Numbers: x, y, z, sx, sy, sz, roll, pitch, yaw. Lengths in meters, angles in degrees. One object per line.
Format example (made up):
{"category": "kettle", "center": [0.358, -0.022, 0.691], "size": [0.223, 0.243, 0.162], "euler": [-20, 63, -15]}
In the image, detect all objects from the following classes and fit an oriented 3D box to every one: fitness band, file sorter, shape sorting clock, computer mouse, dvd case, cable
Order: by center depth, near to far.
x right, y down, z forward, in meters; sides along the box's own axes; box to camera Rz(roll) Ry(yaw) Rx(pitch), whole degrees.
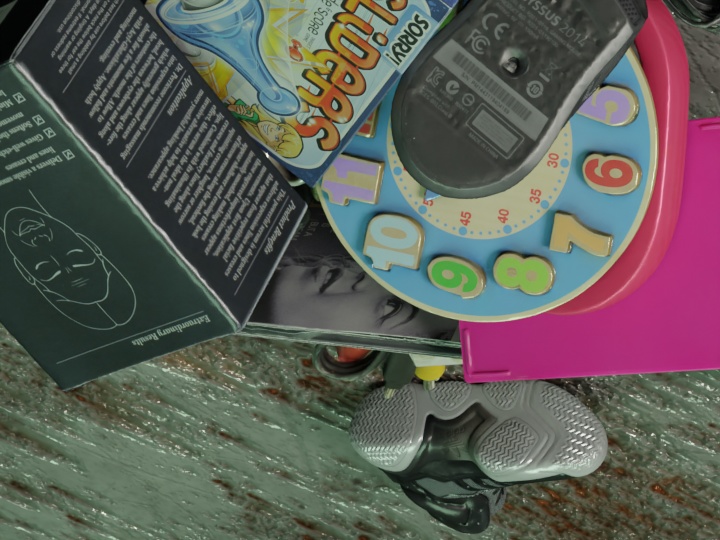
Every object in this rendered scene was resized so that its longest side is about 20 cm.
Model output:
{"category": "computer mouse", "center": [0.099, -0.120, 1.539], "size": [0.138, 0.200, 0.053], "euler": [44, -177, 2]}
{"category": "shape sorting clock", "center": [0.066, -0.070, 1.592], "size": [0.199, 0.201, 0.039], "euler": [4, -170, 20]}
{"category": "fitness band", "center": [0.114, -0.075, 1.619], "size": [0.143, 0.201, 0.037], "euler": [8, -169, 27]}
{"category": "file sorter", "center": [0.170, -0.014, 1.685], "size": [0.199, 0.140, 0.125], "euler": [-5, -179, 32]}
{"category": "dvd case", "center": [0.000, 0.000, 1.805], "size": [0.199, 0.149, 0.016], "euler": [6, 125, 17]}
{"category": "cable", "center": [0.028, 0.022, 1.931], "size": [0.097, 0.051, 0.200], "euler": [11, 140, -9]}

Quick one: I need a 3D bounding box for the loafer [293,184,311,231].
{"category": "loafer", "center": [-0.122, -0.029, 1.788], "size": [0.200, 0.068, 0.070], "euler": [-15, 175, 37]}

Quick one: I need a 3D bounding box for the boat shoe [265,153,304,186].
{"category": "boat shoe", "center": [-0.056, -0.140, 1.621], "size": [0.071, 0.070, 0.201], "euler": [3, 123, 33]}

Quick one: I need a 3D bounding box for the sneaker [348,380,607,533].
{"category": "sneaker", "center": [0.097, 0.133, 2.038], "size": [0.199, 0.076, 0.114], "euler": [3, 147, 32]}

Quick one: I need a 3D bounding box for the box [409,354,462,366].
{"category": "box", "center": [0.128, 0.031, 1.858], "size": [0.199, 0.042, 0.039], "euler": [-4, 142, 11]}

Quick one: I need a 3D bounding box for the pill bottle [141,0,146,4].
{"category": "pill bottle", "center": [-0.172, -0.120, 1.682], "size": [0.119, 0.120, 0.201], "euler": [7, 135, 16]}

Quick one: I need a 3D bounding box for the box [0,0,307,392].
{"category": "box", "center": [-0.154, -0.052, 1.569], "size": [0.148, 0.107, 0.200], "euler": [-19, 121, 39]}

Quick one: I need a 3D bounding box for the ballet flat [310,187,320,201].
{"category": "ballet flat", "center": [-0.003, -0.112, 1.714], "size": [0.070, 0.071, 0.200], "euler": [21, 149, -7]}

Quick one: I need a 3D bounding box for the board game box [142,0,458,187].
{"category": "board game box", "center": [-0.036, -0.138, 1.511], "size": [0.135, 0.035, 0.200], "euler": [36, 146, -2]}
